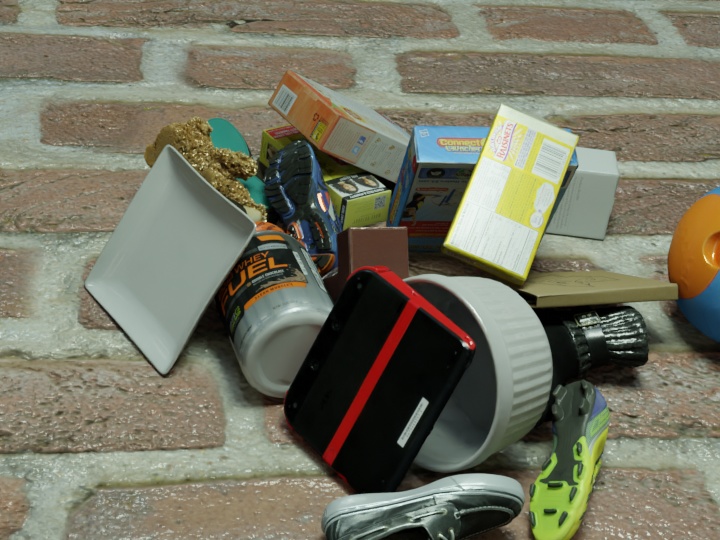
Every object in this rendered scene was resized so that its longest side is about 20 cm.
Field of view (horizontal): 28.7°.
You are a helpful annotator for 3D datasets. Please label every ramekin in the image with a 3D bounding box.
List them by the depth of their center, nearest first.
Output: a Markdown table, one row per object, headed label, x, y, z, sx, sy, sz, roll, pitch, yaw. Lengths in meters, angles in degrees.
| label | x | y | z | sx | sy | sz | roll | pitch | yaw |
| --- | --- | --- | --- | --- | --- | --- | --- | --- | --- |
| ramekin | 0.105 | 0.100 | 1.449 | 0.105 | 0.201 | 0.200 | -8 | 35 | -41 |

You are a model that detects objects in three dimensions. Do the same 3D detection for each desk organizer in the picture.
| label | x | y | z | sx | sy | sz | roll | pitch | yaw |
| --- | --- | --- | --- | --- | --- | --- | --- | --- | --- |
| desk organizer | 0.000 | 0.000 | 1.581 | 0.071 | 0.077 | 0.200 | -1 | -5 | -12 |

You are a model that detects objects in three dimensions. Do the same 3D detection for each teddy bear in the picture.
| label | x | y | z | sx | sy | sz | roll | pitch | yaw |
| --- | --- | --- | --- | --- | --- | --- | --- | --- | --- |
| teddy bear | -0.190 | -0.098 | 1.755 | 0.200 | 0.145 | 0.067 | 36 | 11 | 31 |

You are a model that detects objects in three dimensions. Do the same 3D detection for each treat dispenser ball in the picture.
| label | x | y | z | sx | sy | sz | roll | pitch | yaw |
| --- | --- | --- | --- | --- | --- | --- | --- | --- | --- |
| treat dispenser ball | 0.465 | -0.007 | 1.664 | 0.200 | 0.202 | 0.201 | 5 | 34 | -3 |

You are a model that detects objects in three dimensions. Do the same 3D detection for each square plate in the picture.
| label | x | y | z | sx | sy | sz | roll | pitch | yaw |
| --- | --- | --- | --- | --- | --- | --- | --- | --- | --- |
| square plate | -0.212 | -0.013 | 1.585 | 0.028 | 0.199 | 0.200 | 22 | 14 | -48 |

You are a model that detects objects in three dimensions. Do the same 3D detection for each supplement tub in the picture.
| label | x | y | z | sx | sy | sz | roll | pitch | yaw |
| --- | --- | --- | --- | --- | --- | --- | --- | --- | --- |
| supplement tub | -0.096 | 0.038 | 1.562 | 0.122 | 0.123 | 0.200 | -6 | 35 | -18 |

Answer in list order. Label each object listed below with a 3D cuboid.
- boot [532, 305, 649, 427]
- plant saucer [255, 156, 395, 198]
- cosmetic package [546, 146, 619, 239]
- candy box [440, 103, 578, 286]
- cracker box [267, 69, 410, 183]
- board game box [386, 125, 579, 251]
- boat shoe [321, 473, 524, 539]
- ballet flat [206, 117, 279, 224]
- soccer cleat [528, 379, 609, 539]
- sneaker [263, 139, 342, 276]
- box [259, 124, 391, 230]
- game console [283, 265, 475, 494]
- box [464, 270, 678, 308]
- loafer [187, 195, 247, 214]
| label | x | y | z | sx | sy | sz | roll | pitch | yaw |
| --- | --- | --- | --- | --- | --- | --- | --- | --- | --- |
| boot | 0.247 | 0.100 | 1.572 | 0.157 | 0.080 | 0.211 | 6 | 33 | -2 |
| plant saucer | -0.048 | -0.115 | 1.884 | 0.199 | 0.030 | 0.200 | 5 | 33 | -3 |
| cosmetic package | 0.234 | -0.112 | 1.868 | 0.199 | 0.102 | 0.071 | 8 | 33 | -1 |
| candy box | 0.173 | -0.089 | 1.618 | 0.102 | 0.026 | 0.201 | 23 | 67 | 3 |
| cracker box | -0.008 | -0.180 | 1.833 | 0.200 | 0.058 | 0.134 | 19 | 18 | -45 |
| board game box | 0.145 | -0.097 | 1.739 | 0.199 | 0.196 | 0.056 | 0 | 59 | -11 |
| boat shoe | 0.064 | 0.248 | 1.341 | 0.199 | 0.072 | 0.071 | -9 | 45 | -6 |
| ballet flat | -0.162 | -0.113 | 1.819 | 0.068 | 0.069 | 0.200 | -13 | 47 | -21 |
| soccer cleat | 0.221 | 0.203 | 1.429 | 0.064 | 0.084 | 0.201 | -14 | 39 | 32 |
| sneaker | -0.064 | -0.072 | 1.739 | 0.075 | 0.078 | 0.201 | -22 | 62 | 18 |
| box | -0.048 | -0.124 | 1.827 | 0.075 | 0.050 | 0.200 | -15 | 39 | -33 |
| game console | 0.014 | 0.112 | 1.418 | 0.177 | 0.201 | 0.031 | 39 | 18 | 36 |
| box | 0.248 | 0.021 | 1.663 | 0.199 | 0.021 | 0.163 | -2 | 7 | -26 |
| loafer | -0.209 | -0.049 | 1.678 | 0.071 | 0.073 | 0.199 | 2 | -4 | -44 |
